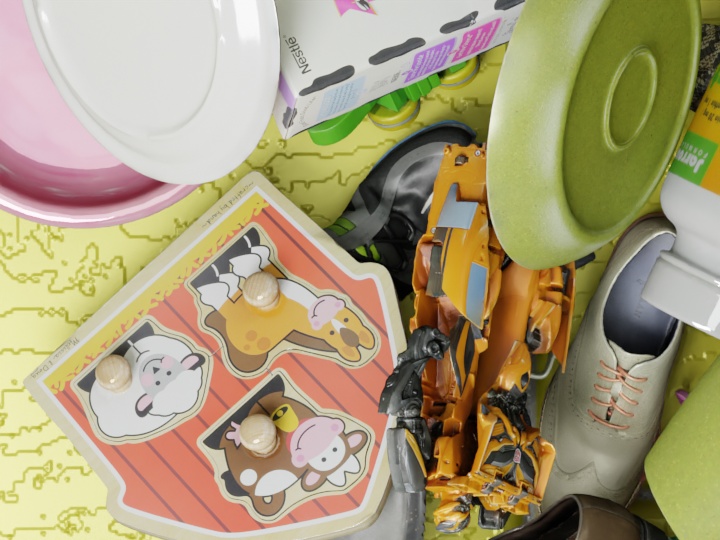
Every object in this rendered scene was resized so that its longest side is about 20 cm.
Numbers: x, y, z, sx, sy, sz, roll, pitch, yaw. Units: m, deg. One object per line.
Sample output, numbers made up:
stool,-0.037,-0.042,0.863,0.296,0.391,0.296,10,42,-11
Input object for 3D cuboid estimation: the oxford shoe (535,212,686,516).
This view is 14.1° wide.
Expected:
oxford shoe,0.140,0.062,1.638,0.071,0.074,0.200,15,93,7

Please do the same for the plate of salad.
plate of salad,-0.108,-0.143,1.529,0.048,0.200,0.200,-26,97,-40

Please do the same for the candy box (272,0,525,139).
candy box,0.013,-0.190,1.567,0.200,0.072,0.168,-25,79,-13

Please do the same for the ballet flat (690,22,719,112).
ballet flat,0.274,-0.137,1.640,0.200,0.068,0.075,-10,70,0

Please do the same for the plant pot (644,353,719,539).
plant pot,0.250,0.076,1.478,0.200,0.187,0.187,-37,96,17

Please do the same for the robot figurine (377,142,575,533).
robot figurine,0.068,0.041,1.544,0.058,0.145,0.200,-1,74,33

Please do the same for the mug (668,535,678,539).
mug,0.183,0.224,1.605,0.114,0.185,0.152,-52,129,-1

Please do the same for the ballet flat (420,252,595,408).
ballet flat,0.069,0.055,1.642,0.073,0.073,0.200,32,91,-5

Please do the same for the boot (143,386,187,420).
boot,-0.053,0.126,1.647,0.074,0.075,0.200,-44,111,-2

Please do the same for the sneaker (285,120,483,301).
sneaker,-0.001,0.000,1.625,0.200,0.083,0.071,-44,96,2

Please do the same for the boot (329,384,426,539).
boot,-0.037,0.151,1.583,0.132,0.070,0.200,0,110,-11

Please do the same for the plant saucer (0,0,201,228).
plant saucer,-0.154,-0.124,1.624,0.200,0.051,0.201,0,95,-3

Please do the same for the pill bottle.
pill bottle,0.228,-0.059,1.555,0.111,0.111,0.200,25,95,-4

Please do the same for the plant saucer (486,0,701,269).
plant saucer,0.129,-0.092,1.508,0.031,0.200,0.200,18,95,28

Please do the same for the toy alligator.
toy alligator,0.045,-0.141,1.634,0.200,0.059,0.054,-35,52,-6

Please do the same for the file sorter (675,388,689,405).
file sorter,0.292,0.076,1.618,0.200,0.139,0.125,-30,94,1

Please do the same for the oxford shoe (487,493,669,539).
oxford shoe,0.066,0.187,1.565,0.084,0.073,0.200,34,107,-33

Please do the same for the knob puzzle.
knob puzzle,-0.060,0.063,1.551,0.220,0.030,0.220,-5,65,11
